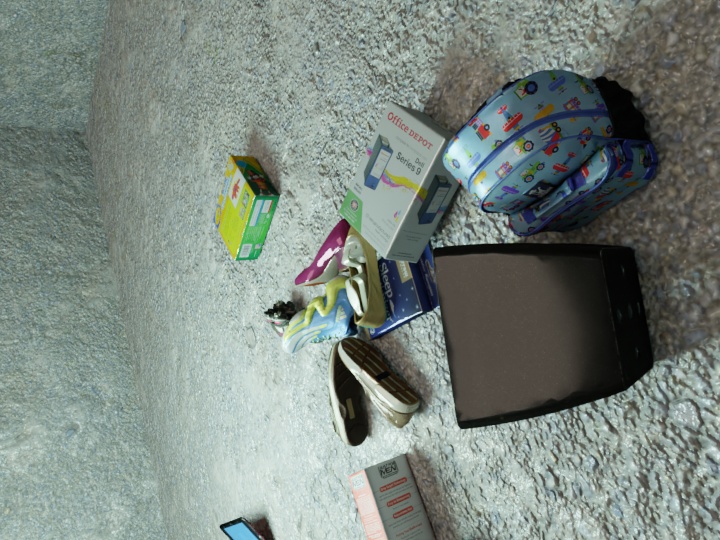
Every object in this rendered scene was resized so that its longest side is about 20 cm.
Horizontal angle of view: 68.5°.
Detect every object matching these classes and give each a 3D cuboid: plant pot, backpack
[{"bbox_3d":[0.217,0.057,0.604,0.175,0.198,0.205,-13,84,41],"label":"plant pot"},{"bbox_3d":[0.200,-0.125,0.587,0.182,0.197,0.137,-39,64,46],"label":"backpack"}]

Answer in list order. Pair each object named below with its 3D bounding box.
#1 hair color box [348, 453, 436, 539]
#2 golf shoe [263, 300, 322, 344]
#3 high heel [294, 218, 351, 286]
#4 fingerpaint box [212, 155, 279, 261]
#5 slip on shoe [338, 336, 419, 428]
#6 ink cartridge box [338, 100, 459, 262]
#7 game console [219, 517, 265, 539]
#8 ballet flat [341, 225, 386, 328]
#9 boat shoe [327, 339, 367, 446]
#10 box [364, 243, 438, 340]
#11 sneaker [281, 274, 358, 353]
[{"bbox_3d":[0.062,0.436,0.910,0.061,0.100,0.204,-42,61,45],"label":"hair color box"},{"bbox_3d":[-0.132,0.129,1.172,0.198,0.077,0.090,18,135,47],"label":"golf shoe"},{"bbox_3d":[-0.075,-0.029,1.073,0.198,0.067,0.099,-21,76,41],"label":"high heel"},{"bbox_3d":[-0.292,-0.156,1.333,0.168,0.072,0.202,53,132,34],"label":"fingerpaint box"},{"bbox_3d":[0.024,0.199,0.958,0.199,0.075,0.062,38,122,33],"label":"slip on shoe"},{"bbox_3d":[0.068,-0.138,0.832,0.146,0.086,0.203,47,118,38],"label":"ink cartridge box"},{"bbox_3d":[-0.317,0.778,1.421,0.200,0.117,0.176,-42,34,47],"label":"game console"},{"bbox_3d":[0.000,0.000,0.925,0.068,0.062,0.205,-31,66,49],"label":"ballet flat"},{"bbox_3d":[-0.039,0.240,1.047,0.074,0.073,0.208,-4,91,58],"label":"boat shoe"},{"bbox_3d":[0.060,0.034,0.927,0.199,0.032,0.124,-35,66,48],"label":"box"},{"bbox_3d":[-0.069,0.109,1.031,0.105,0.075,0.201,46,104,25],"label":"sneaker"}]
